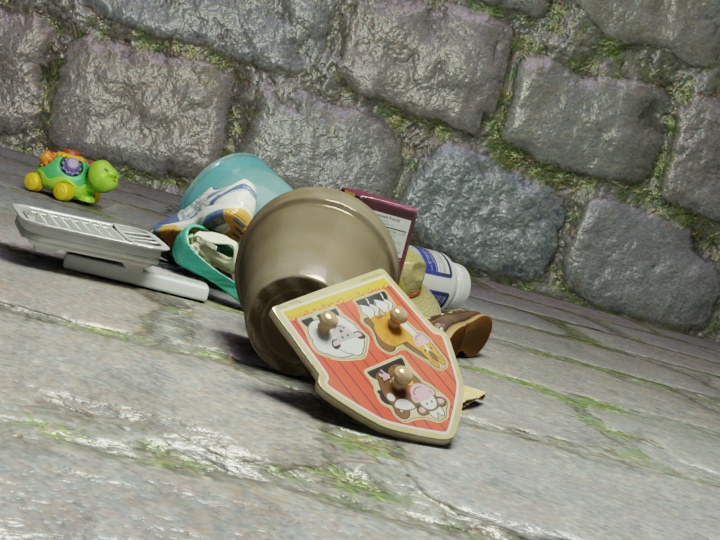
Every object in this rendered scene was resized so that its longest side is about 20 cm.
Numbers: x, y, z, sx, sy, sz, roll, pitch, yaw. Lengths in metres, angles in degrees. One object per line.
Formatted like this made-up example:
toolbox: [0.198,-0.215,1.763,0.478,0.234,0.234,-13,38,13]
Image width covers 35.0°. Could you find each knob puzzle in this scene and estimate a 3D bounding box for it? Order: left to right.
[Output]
knob puzzle: [0.030,0.085,1.127,0.217,0.031,0.222,22,38,-18]

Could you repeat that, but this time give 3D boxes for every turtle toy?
turtle toy: [-0.602,-0.198,2.409,0.197,0.103,0.145,17,5,18]

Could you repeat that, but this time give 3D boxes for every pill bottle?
pill bottle: [0.114,0.018,2.172,0.198,0.122,0.119,12,6,-43]

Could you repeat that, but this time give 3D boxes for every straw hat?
straw hat: [0.065,0.006,1.959,0.198,0.086,0.202,19,28,-11]

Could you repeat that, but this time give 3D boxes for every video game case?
video game case: [-0.317,-0.002,1.615,0.196,0.024,0.182,14,6,-13]

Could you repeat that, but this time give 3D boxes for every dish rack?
dish rack: [-0.365,-0.041,1.523,0.197,0.044,0.171,13,7,-24]

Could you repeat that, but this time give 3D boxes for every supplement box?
supplement box: [0.000,0.000,1.532,0.084,0.204,0.110,13,6,-16]

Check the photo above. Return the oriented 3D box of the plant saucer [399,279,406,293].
plant saucer: [-0.012,0.006,1.804,0.048,0.203,0.199,-35,34,-27]

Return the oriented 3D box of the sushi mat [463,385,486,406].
sushi mat: [0.053,0.127,1.391,0.197,0.012,0.095,18,6,24]

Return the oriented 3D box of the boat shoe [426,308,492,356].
boat shoe: [0.141,0.090,1.739,0.069,0.072,0.199,22,7,25]

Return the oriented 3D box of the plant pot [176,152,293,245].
plant pot: [-0.152,-0.048,1.751,0.187,0.203,0.199,35,15,34]

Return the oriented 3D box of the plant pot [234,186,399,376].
plant pot: [-0.057,0.030,1.280,0.196,0.203,0.174,15,22,-1]

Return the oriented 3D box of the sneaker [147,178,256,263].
sneaker: [-0.226,-0.072,1.661,0.197,0.089,0.076,-14,-48,32]

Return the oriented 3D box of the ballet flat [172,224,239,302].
ballet flat: [-0.172,-0.002,1.586,0.198,0.071,0.068,29,45,3]
